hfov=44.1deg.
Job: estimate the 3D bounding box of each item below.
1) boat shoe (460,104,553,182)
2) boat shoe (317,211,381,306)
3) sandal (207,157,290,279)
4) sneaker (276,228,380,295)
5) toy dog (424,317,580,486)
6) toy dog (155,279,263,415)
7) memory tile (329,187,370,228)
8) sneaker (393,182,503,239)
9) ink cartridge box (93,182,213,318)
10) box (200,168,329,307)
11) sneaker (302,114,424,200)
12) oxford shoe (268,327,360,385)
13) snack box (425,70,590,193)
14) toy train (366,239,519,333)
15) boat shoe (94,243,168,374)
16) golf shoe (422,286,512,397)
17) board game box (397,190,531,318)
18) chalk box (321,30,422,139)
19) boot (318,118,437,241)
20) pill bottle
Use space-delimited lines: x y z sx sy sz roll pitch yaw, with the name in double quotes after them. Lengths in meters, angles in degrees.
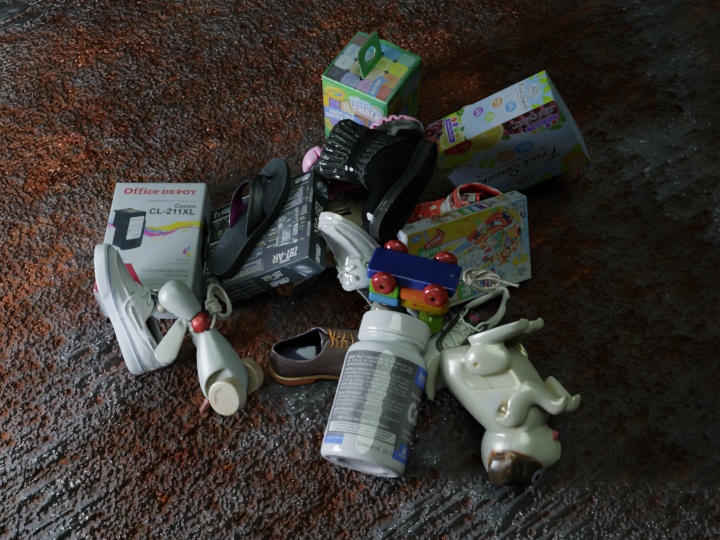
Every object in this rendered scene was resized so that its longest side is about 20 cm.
0.242 -0.211 1.468 0.200 0.072 0.068 31 59 16 "boat shoe"
0.000 0.000 1.271 0.071 0.200 0.069 5 53 53 "boat shoe"
-0.164 -0.083 1.292 0.075 0.048 0.201 16 73 44 "sandal"
-0.059 -0.044 1.357 0.200 0.075 0.088 -25 55 -19 "sneaker"
0.186 0.179 1.151 0.193 0.140 0.201 -21 79 12 "toy dog"
-0.221 0.118 1.224 0.096 0.132 0.200 -35 70 20 "toy dog"
-0.020 -0.114 1.387 0.153 0.017 0.200 11 40 32 "memory tile"
0.126 -0.093 1.368 0.201 0.108 0.067 7 57 5 "sneaker"
-0.307 -0.033 1.343 0.145 0.083 0.201 0 57 1 "ink cartridge box"
-0.141 -0.046 1.316 0.199 0.044 0.161 -20 51 27 "box"
0.013 -0.168 1.377 0.199 0.079 0.096 -24 47 3 "sneaker"
-0.030 0.114 1.253 0.199 0.073 0.071 -12 57 -8 "oxford shoe"
0.225 -0.192 1.354 0.199 0.169 0.068 -21 55 22 "snack box"
0.107 0.041 1.213 0.199 0.116 0.085 14 44 9 "toy train"
-0.311 0.049 1.232 0.065 0.201 0.074 -12 29 1 "boat shoe"
0.136 0.093 1.260 0.077 0.088 0.200 41 67 21 "golf shoe"
0.154 -0.024 1.297 0.199 0.135 0.034 -19 28 -19 "board game box"
0.020 -0.292 1.444 0.124 0.200 0.125 27 62 15 "chalk box"
0.005 -0.131 1.262 0.157 0.080 0.211 16 42 16 "boot"
0.026 0.161 1.177 0.113 0.114 0.201 13 70 8 "pill bottle"
